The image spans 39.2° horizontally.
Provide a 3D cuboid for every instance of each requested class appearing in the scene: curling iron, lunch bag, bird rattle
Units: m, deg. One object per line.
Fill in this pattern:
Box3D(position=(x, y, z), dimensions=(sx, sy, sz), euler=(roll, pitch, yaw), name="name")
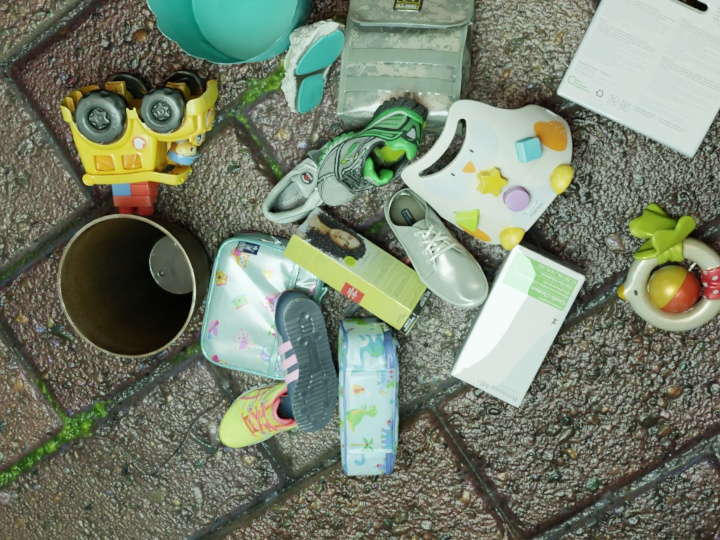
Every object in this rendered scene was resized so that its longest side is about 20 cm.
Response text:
Box3D(position=(0.058, 0.006, 1.410), dimensions=(0.200, 0.026, 0.050), euler=(-34, 84, 13), name="curling iron")
Box3D(position=(0.009, 0.167, 1.379), dimensions=(0.082, 0.161, 0.200), euler=(-1, 99, -4), name="lunch bag")
Box3D(position=(0.063, -0.285, 1.316), dimensions=(0.164, 0.118, 0.200), euler=(5, 85, 9), name="lunch bag")
Box3D(position=(-0.133, 0.047, 1.426), dimensions=(0.160, 0.077, 0.200), euler=(15, 101, 8), name="lunch bag")
Box3D(position=(0.432, 0.005, 1.328), dimensions=(0.200, 0.113, 0.163), euler=(29, 115, -9), name="bird rattle")

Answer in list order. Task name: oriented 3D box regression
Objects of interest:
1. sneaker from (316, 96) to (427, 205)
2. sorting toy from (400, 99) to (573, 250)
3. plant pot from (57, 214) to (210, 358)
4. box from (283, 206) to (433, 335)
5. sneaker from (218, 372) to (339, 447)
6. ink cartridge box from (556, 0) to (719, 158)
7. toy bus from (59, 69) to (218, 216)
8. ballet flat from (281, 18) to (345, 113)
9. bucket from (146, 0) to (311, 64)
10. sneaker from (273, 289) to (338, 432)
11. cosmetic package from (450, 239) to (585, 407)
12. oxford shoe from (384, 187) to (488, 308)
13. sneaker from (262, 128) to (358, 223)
Box3D(position=(0.004, -0.137, 1.277), dimensions=(0.078, 0.085, 0.200), euler=(28, 140, -20), name="sneaker")
Box3D(position=(0.152, -0.129, 1.281), dimensions=(0.180, 0.107, 0.200), euler=(25, 116, -28), name="sorting toy")
Box3D(position=(-0.281, 0.004, 1.382), dimensions=(0.187, 0.200, 0.187), euler=(2, 100, 10), name="plant pot")
Box3D(position=(0.000, 0.000, 1.363), dimensions=(0.200, 0.075, 0.050), euler=(33, 135, 1), name="box")
Box3D(position=(-0.125, 0.200, 1.443), dimensions=(0.200, 0.090, 0.078), euler=(-31, 94, 15), name="sneaker")
Box3D(position=(0.384, -0.276, 1.299), dimensions=(0.199, 0.041, 0.200), euler=(27, 103, 5), name="ink cartridge box")
Box3D(position=(-0.292, -0.172, 1.400), dimensions=(0.200, 0.136, 0.192), euler=(-3, 112, 8), name="toy bus")
Box3D(position=(-0.073, -0.277, 1.317), dimensions=(0.072, 0.200, 0.072), euler=(5, 67, -13), name="ballet flat")
Box3D(position=(-0.164, -0.369, 1.333), dimensions=(0.207, 0.135, 0.207), euler=(2, 99, 10), name="bucket")
Box3D(position=(-0.077, 0.118, 1.364), dimensions=(0.070, 0.082, 0.200), euler=(-11, 112, -20), name="sneaker")
Box3D(position=(0.211, 0.068, 1.364), dimensions=(0.108, 0.085, 0.200), euler=(24, 101, 4), name="cosmetic package")
Box3D(position=(0.097, -0.032, 1.348), dimensions=(0.075, 0.058, 0.200), euler=(-33, 70, -8), name="oxford shoe")
Box3D(position=(-0.051, -0.127, 1.379), dimensions=(0.200, 0.089, 0.074), euler=(-39, 89, 12), name="sneaker")
